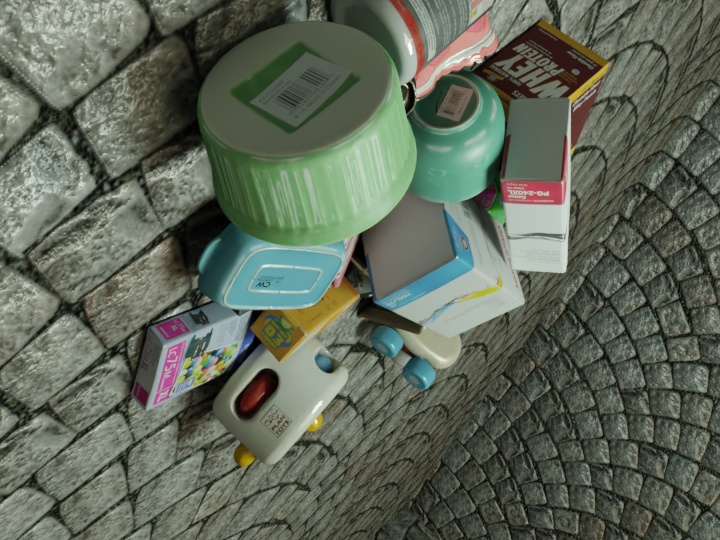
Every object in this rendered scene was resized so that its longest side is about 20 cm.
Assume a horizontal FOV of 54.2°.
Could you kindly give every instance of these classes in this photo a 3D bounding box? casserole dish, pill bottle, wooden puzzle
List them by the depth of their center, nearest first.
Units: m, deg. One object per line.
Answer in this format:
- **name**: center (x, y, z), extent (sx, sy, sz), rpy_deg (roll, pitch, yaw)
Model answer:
- **pill bottle**: center (0.075, -0.291, 0.714), extent (0.200, 0.116, 0.116), rpy_deg (-43, 157, -15)
- **casserole dish**: center (-0.093, -0.001, 0.807), extent (0.198, 0.039, 0.122), rpy_deg (5, 128, -47)
- **wooden puzzle**: center (0.108, 0.038, 1.278), extent (0.184, 0.199, 0.038), rpy_deg (-39, 113, -26)

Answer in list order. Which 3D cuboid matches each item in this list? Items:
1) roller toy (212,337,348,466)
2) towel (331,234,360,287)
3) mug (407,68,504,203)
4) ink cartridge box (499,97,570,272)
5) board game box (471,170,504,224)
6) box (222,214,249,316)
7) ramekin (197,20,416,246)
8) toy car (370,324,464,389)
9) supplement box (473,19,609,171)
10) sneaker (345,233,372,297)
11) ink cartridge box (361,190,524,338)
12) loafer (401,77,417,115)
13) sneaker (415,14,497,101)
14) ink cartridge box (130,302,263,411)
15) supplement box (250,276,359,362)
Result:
- **roller toy**: center (-0.112, 0.183, 1.028), extent (0.200, 0.140, 0.183), rpy_deg (-45, 174, -35)
- **towel**: center (-0.010, -0.091, 0.910), extent (0.202, 0.029, 0.148), rpy_deg (102, 6, -47)
- **mug**: center (0.105, -0.196, 0.914), extent (0.150, 0.187, 0.115), rpy_deg (-22, 154, -2)
- **ink cartridge box**: center (0.247, -0.112, 0.974), extent (0.201, 0.082, 0.147), rpy_deg (68, 30, -52)
- **board game box**: center (0.129, -0.083, 1.112), extent (0.196, 0.041, 0.154), rpy_deg (-9, 149, -5)
- **box**: center (-0.094, -0.058, 0.851), extent (0.157, 0.051, 0.202), rpy_deg (-32, 151, -38)
- **ramekin**: center (-0.050, -0.131, 0.635), extent (0.200, 0.199, 0.098), rpy_deg (-41, 150, -19)
- **toy car**: center (0.095, 0.133, 1.439), extent (0.185, 0.177, 0.200), rpy_deg (-50, -171, -28)
- **supplement box**: center (0.261, -0.243, 1.126), extent (0.197, 0.133, 0.201), rpy_deg (-40, 156, -23)
- **sneaker**: center (0.000, 0.000, 1.103), extent (0.114, 0.076, 0.199), rpy_deg (-21, 146, 34)
- **ink cartridge box**: center (0.121, -0.015, 1.035), extent (0.145, 0.149, 0.199), rpy_deg (-29, 144, 29)
- **loafer**: center (-0.015, -0.155, 0.755), extent (0.198, 0.071, 0.074), rpy_deg (-29, 135, -15)
- **sneaker**: center (0.074, -0.269, 0.842), extent (0.199, 0.073, 0.088), rpy_deg (-35, 126, -19)
- **ink cartridge box**: center (-0.196, 0.095, 0.917), extent (0.199, 0.042, 0.120), rpy_deg (-26, 148, -49)
- **supplement box**: center (-0.073, 0.055, 0.988), extent (0.069, 0.067, 0.200), rpy_deg (-44, 175, 22)
